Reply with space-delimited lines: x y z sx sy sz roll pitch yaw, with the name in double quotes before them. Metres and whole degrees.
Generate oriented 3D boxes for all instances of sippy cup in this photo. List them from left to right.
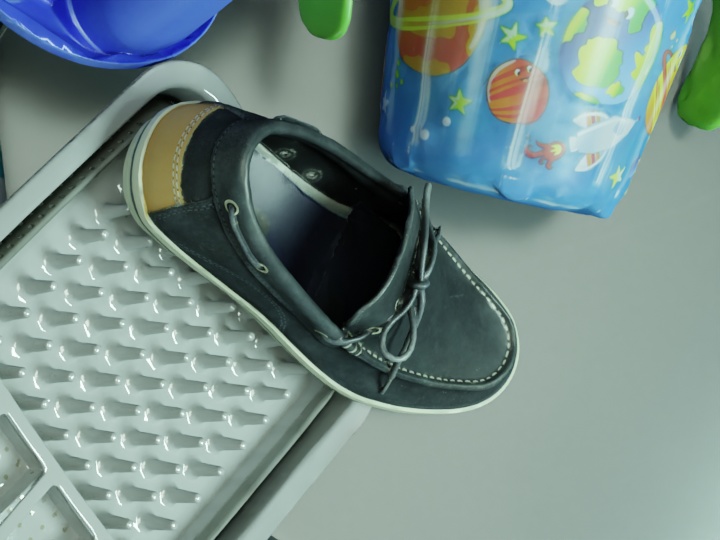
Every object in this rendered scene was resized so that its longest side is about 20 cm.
"sippy cup" 0.067 -0.092 0.800 0.178 0.140 0.130 14 97 1

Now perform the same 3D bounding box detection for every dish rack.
"dish rack" -0.090 0.040 0.759 0.200 0.044 0.172 -48 120 -33

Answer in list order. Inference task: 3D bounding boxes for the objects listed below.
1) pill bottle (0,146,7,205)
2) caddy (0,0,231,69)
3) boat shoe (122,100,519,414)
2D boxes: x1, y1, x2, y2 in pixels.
"pill bottle" -0.189 -0.064 0.763 0.111 0.111 0.200 -7 88 -9
"caddy" -0.089 -0.170 0.762 0.141 0.105 0.200 29 52 -33
"boat shoe" 0.000 0.000 0.775 0.200 0.062 0.075 36 64 -39
